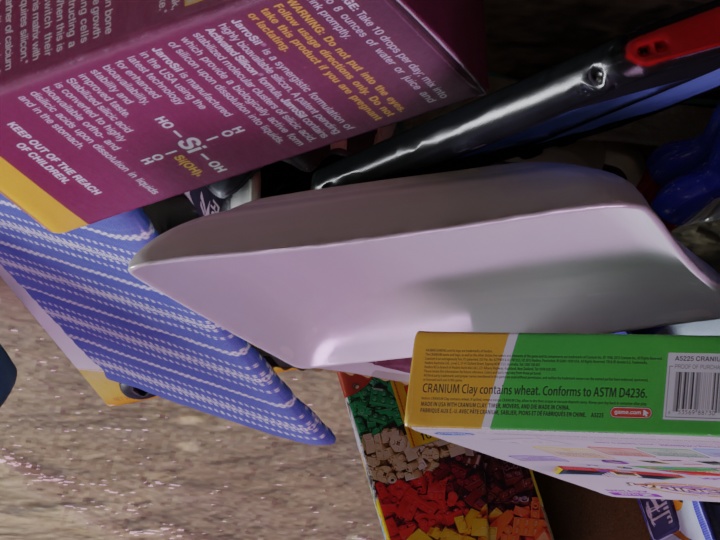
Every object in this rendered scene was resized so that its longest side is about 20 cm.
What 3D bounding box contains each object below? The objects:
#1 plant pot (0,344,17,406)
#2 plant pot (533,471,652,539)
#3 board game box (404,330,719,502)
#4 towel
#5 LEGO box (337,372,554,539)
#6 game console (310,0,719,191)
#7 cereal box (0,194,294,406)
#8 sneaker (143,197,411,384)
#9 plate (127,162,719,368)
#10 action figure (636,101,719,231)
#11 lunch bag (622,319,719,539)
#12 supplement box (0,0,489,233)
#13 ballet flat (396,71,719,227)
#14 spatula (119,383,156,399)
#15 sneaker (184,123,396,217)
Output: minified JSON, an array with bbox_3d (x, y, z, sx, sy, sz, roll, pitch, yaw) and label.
[{"bbox_3d":[-0.278,0.042,1.332,0.199,0.200,0.135,-21,107,31],"label":"plant pot"},{"bbox_3d":[0.181,0.181,1.517,0.185,0.201,0.187,1,149,1],"label":"plant pot"},{"bbox_3d":[0.132,0.065,1.214,0.152,0.041,0.200,1,168,29],"label":"board game box"},{"bbox_3d":[-0.106,0.004,1.260,0.144,0.024,0.200,17,156,39],"label":"towel"},{"bbox_3d":[0.052,0.134,1.454,0.077,0.150,0.200,-17,155,-1],"label":"LEGO box"},{"bbox_3d":[0.099,-0.070,1.087,0.176,0.031,0.200,-23,-179,-38],"label":"game console"},{"bbox_3d":[-0.092,-0.009,1.358,0.143,0.040,0.200,-12,147,16],"label":"cereal box"},{"bbox_3d":[0.000,0.000,1.255,0.199,0.075,0.090,-3,150,19],"label":"sneaker"},{"bbox_3d":[0.035,-0.004,1.127,0.198,0.033,0.200,-7,166,18],"label":"plate"},{"bbox_3d":[0.168,-0.069,1.201,0.051,0.066,0.200,29,117,-8],"label":"action figure"},{"bbox_3d":[0.203,0.083,1.366,0.123,0.171,0.200,-10,166,-45],"label":"lunch bag"},{"bbox_3d":[-0.062,-0.115,1.102,0.199,0.132,0.103,-16,147,25],"label":"supplement box"},{"bbox_3d":[0.110,-0.043,1.282,0.199,0.063,0.068,7,148,-12],"label":"ballet flat"},{"bbox_3d":[-0.031,0.024,1.357,0.199,0.021,0.057,-21,131,27],"label":"spatula"},{"bbox_3d":[-0.075,-0.051,1.204,0.198,0.130,0.080,-4,148,7],"label":"sneaker"}]
